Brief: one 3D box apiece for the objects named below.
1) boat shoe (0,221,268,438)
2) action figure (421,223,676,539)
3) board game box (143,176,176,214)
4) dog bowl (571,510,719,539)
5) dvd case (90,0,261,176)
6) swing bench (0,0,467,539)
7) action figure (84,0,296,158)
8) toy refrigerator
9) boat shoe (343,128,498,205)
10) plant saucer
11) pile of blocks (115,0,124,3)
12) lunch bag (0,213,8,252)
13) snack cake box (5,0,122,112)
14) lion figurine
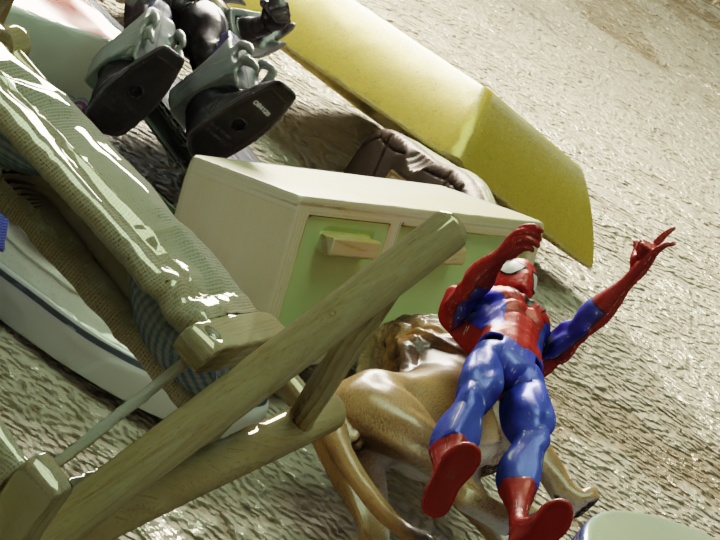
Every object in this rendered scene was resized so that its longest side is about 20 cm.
[{"bbox_3d":[-0.112,-0.010,1.196,0.200,0.070,0.071,36,15,12],"label":"boat shoe"},{"bbox_3d":[0.073,0.026,1.180,0.065,0.099,0.200,34,20,-11],"label":"action figure"},{"bbox_3d":[-0.141,-0.070,1.298,0.200,0.023,0.105,44,2,-39],"label":"board game box"},{"bbox_3d":[0.144,0.178,1.106,0.200,0.079,0.200,31,15,-9],"label":"dog bowl"},{"bbox_3d":[-0.071,-0.058,1.467,0.149,0.016,0.200,43,6,-38],"label":"dvd case"},{"bbox_3d":[-0.114,-0.008,0.979,0.200,0.130,0.199,-31,73,-37],"label":"swing bench"},{"bbox_3d":[-0.085,-0.126,1.388,0.130,0.069,0.200,30,26,-26],"label":"action figure"},{"bbox_3d":[0.000,0.000,1.338,0.070,0.076,0.200,21,9,34],"label":"toy refrigerator"},{"bbox_3d":[0.053,-0.015,1.560,0.075,0.075,0.202,33,13,-25],"label":"boat shoe"},{"bbox_3d":[0.041,-0.095,1.729,0.200,0.048,0.200,36,1,32],"label":"plant saucer"},{"bbox_3d":[-0.155,-0.193,1.678,0.200,0.082,0.062,24,17,-33],"label":"pile of blocks"},{"bbox_3d":[-0.226,-0.085,1.117,0.170,0.124,0.200,21,34,-39],"label":"lunch bag"},{"bbox_3d":[-0.209,-0.141,1.428,0.115,0.067,0.200,18,21,-49],"label":"snack cake box"},{"bbox_3d":[0.025,0.067,1.217,0.123,0.072,0.200,51,11,13],"label":"lion figurine"}]
